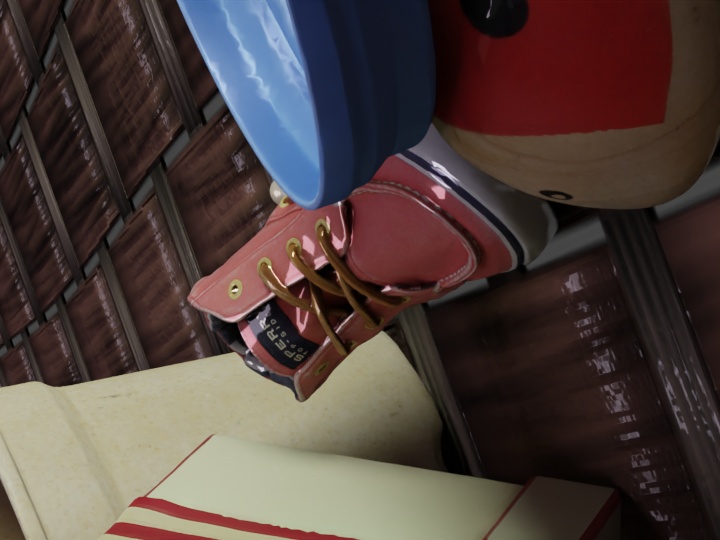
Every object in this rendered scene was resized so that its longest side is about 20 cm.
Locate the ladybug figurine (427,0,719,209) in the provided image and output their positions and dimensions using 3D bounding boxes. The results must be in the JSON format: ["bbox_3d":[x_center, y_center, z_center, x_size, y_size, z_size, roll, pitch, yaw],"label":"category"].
[{"bbox_3d":[0.042,-0.105,0.620,0.136,0.072,0.200,-141,35,-62],"label":"ladybug figurine"}]

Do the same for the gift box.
[{"bbox_3d":[0.004,0.179,0.803,0.187,0.185,0.200,6,119,24],"label":"gift box"}]

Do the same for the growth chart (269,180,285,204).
[{"bbox_3d":[-0.041,-0.112,0.985,0.200,0.018,0.145,71,163,-2],"label":"growth chart"}]

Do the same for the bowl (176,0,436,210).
[{"bbox_3d":[-0.033,-0.116,0.643,0.201,0.039,0.201,158,90,-80],"label":"bowl"}]

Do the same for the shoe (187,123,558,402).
[{"bbox_3d":[0.000,0.000,0.811,0.071,0.091,0.200,42,170,-9],"label":"shoe"}]

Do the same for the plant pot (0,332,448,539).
[{"bbox_3d":[-0.057,0.113,0.992,0.200,0.183,0.201,161,90,-74],"label":"plant pot"}]
